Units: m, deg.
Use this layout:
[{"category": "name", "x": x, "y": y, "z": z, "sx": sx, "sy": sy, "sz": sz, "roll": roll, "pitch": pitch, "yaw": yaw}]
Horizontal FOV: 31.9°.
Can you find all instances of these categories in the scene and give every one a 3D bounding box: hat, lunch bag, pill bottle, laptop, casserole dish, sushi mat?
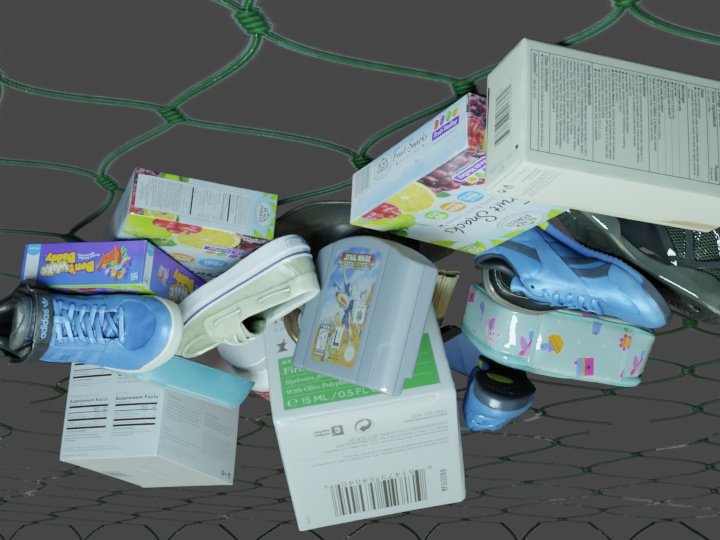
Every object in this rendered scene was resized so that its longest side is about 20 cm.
[{"category": "hat", "x": 0.000, "y": 0.000, "z": 1.300, "sx": 0.198, "sy": 0.082, "sz": 0.201, "roll": 3, "pitch": 162, "yaw": 1}, {"category": "lunch bag", "x": 0.219, "y": 0.069, "z": 1.408, "sx": 0.198, "sy": 0.078, "sz": 0.160, "roll": 11, "pitch": -172, "yaw": -16}, {"category": "pill bottle", "x": -0.098, "y": 0.104, "z": 1.559, "sx": 0.111, "sy": 0.113, "sz": 0.200, "roll": -5, "pitch": 159, "yaw": 20}, {"category": "laptop", "x": 0.092, "y": 0.140, "z": 1.619, "sx": 0.199, "sy": 0.104, "sz": 0.177, "roll": -30, "pitch": 175, "yaw": -19}, {"category": "casserole dish", "x": -0.211, "y": 0.117, "z": 1.426, "sx": 0.199, "sy": 0.039, "sz": 0.121, "roll": 23, "pitch": 170, "yaw": -42}, {"category": "sushi mat", "x": 0.060, "y": 0.034, "z": 1.493, "sx": 0.095, "sy": 0.012, "sz": 0.200, "roll": 4, "pitch": 161, "yaw": -1}]

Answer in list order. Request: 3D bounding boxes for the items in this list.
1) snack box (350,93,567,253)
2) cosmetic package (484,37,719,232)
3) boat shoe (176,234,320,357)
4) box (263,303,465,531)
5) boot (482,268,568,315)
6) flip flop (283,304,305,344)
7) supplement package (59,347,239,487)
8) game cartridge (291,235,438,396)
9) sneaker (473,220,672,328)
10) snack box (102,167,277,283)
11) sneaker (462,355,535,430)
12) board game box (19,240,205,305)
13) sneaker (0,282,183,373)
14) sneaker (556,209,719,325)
[{"category": "snack box", "x": 0.098, "y": -0.077, "z": 1.090, "sx": 0.141, "sy": 0.054, "sz": 0.200, "roll": 11, "pitch": 160, "yaw": -26}, {"category": "cosmetic package", "x": 0.198, "y": -0.100, "z": 0.963, "sx": 0.198, "sy": 0.106, "sz": 0.071, "roll": 10, "pitch": 161, "yaw": -17}, {"category": "boat shoe", "x": -0.120, "y": 0.039, "z": 1.229, "sx": 0.200, "sy": 0.062, "sz": 0.072, "roll": -37, "pitch": 155, "yaw": 33}, {"category": "box", "x": 0.003, "y": 0.152, "z": 1.409, "sx": 0.197, "sy": 0.172, "sz": 0.201, "roll": -10, "pitch": 133, "yaw": -2}, {"category": "boot", "x": 0.239, "y": -0.009, "z": 1.264, "sx": 0.202, "sy": 0.074, "sz": 0.154, "roll": 5, "pitch": 159, "yaw": -26}, {"category": "flip flop", "x": -0.055, "y": 0.051, "z": 1.333, "sx": 0.081, "sy": 0.058, "sz": 0.200, "roll": 15, "pitch": -163, "yaw": -47}, {"category": "supplement package", "x": -0.258, "y": 0.157, "z": 1.594, "sx": 0.146, "sy": 0.202, "sz": 0.191, "roll": -5, "pitch": 159, "yaw": 22}, {"category": "game cartridge", "x": 0.000, "y": 0.036, "z": 1.149, "sx": 0.041, "sy": 0.135, "sz": 0.200, "roll": 12, "pitch": 177, "yaw": -26}, {"category": "sneaker", "x": 0.194, "y": 0.014, "z": 1.180, "sx": 0.199, "sy": 0.079, "sz": 0.066, "roll": 32, "pitch": 162, "yaw": 31}, {"category": "snack box", "x": -0.177, "y": -0.034, "z": 1.265, "sx": 0.141, "sy": 0.054, "sz": 0.200, "roll": 11, "pitch": 160, "yaw": -17}, {"category": "sneaker", "x": 0.143, "y": 0.146, "z": 1.351, "sx": 0.065, "sy": 0.079, "sz": 0.200, "roll": 18, "pitch": -175, "yaw": 3}, {"category": "board game box", "x": -0.236, "y": 0.023, "z": 1.293, "sx": 0.133, "sy": 0.045, "sz": 0.200, "roll": -1, "pitch": 162, "yaw": 18}, {"category": "sneaker", "x": -0.269, "y": 0.055, "z": 1.191, "sx": 0.198, "sy": 0.078, "sz": 0.111, "roll": 1, "pitch": 173, "yaw": 35}, {"category": "sneaker", "x": 0.277, "y": -0.046, "z": 1.169, "sx": 0.198, "sy": 0.115, "sz": 0.076, "roll": 31, "pitch": 166, "yaw": 4}]
